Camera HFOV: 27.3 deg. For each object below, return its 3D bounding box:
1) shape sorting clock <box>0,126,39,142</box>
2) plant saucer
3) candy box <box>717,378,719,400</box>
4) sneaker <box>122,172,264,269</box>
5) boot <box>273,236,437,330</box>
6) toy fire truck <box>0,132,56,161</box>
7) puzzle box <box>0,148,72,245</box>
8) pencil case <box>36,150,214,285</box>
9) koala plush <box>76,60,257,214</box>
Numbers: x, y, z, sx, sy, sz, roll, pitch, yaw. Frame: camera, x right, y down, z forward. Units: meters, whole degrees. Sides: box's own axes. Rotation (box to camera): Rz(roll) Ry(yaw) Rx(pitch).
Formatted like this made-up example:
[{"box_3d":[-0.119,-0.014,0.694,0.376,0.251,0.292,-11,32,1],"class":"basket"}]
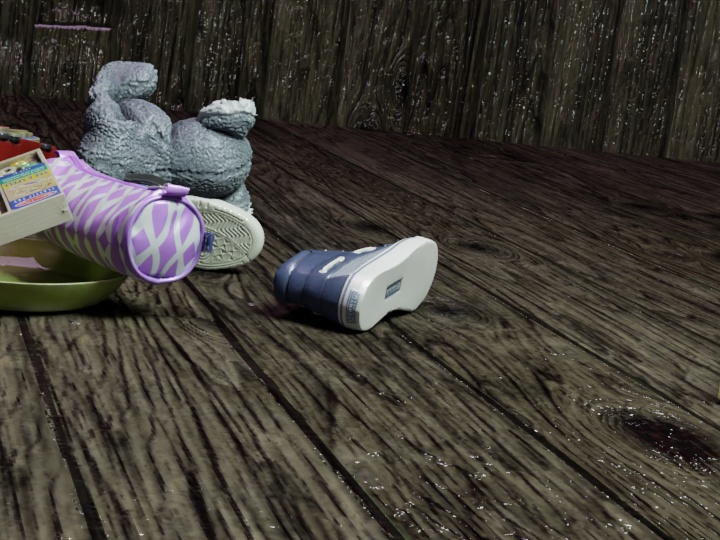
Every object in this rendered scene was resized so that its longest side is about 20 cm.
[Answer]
[{"box_3d":[-0.574,-0.208,2.195,0.198,0.040,0.200,7,11,-1],"class":"shape sorting clock"},{"box_3d":[-0.296,0.004,1.267,0.198,0.031,0.200,6,11,-1],"class":"plant saucer"},{"box_3d":[0.380,0.078,1.255,0.114,0.056,0.200,12,12,23],"class":"candy box"},{"box_3d":[-0.188,-0.053,1.514,0.198,0.078,0.111,2,19,9],"class":"sneaker"},{"box_3d":[0.000,0.000,1.364,0.090,0.074,0.200,17,14,20],"class":"boot"},{"box_3d":[-0.491,-0.154,1.863,0.140,0.049,0.200,11,0,25],"class":"toy fire truck"},{"box_3d":[-0.343,-0.040,1.219,0.198,0.026,0.133,-21,27,-13],"class":"puzzle box"},{"box_3d":[-0.215,-0.047,1.275,0.083,0.087,0.199,-4,14,-42],"class":"pencil case"},{"box_3d":[-0.216,-0.130,1.706,0.198,0.179,0.184,7,22,-2],"class":"koala plush"}]
